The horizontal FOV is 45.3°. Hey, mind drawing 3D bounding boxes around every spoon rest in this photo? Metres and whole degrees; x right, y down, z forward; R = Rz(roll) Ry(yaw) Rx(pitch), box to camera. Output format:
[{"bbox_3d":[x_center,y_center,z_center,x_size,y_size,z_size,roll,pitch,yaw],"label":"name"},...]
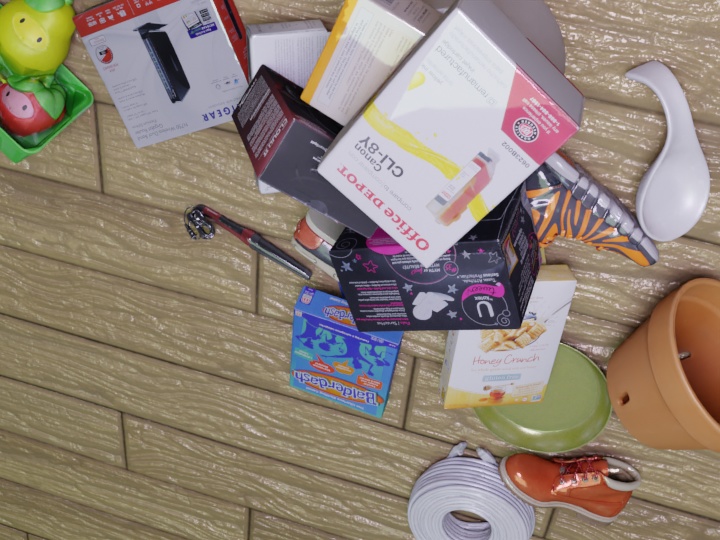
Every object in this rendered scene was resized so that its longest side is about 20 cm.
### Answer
[{"bbox_3d":[0.337,-0.124,0.947,0.098,0.061,0.203,-25,115,-12],"label":"spoon rest"}]

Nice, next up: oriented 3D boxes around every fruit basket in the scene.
[{"bbox_3d":[-0.441,-0.265,1.098,0.213,0.156,0.218,21,141,18],"label":"fruit basket"}]

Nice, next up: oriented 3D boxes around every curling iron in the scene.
[{"bbox_3d":[-0.157,-0.035,1.206,0.197,0.026,0.050,25,90,-2],"label":"curling iron"}]

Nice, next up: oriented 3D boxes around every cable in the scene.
[{"bbox_3d":[0.171,0.379,1.333,0.199,0.070,0.200,39,125,-8],"label":"cable"}]

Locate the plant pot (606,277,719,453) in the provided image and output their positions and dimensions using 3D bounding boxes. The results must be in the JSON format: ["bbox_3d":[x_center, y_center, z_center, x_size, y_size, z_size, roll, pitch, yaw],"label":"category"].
[{"bbox_3d":[0.391,0.128,1.033,0.200,0.201,0.140,41,142,-10],"label":"plant pot"}]

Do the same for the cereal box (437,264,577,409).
[{"bbox_3d":[0.181,0.086,1.087,0.141,0.040,0.203,-2,126,-11],"label":"cereal box"}]

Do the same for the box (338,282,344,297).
[{"bbox_3d":[0.047,-0.006,1.144,0.196,0.048,0.124,-4,120,21],"label":"box"}]

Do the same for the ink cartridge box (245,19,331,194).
[{"bbox_3d":[-0.047,-0.199,1.045,0.170,0.044,0.203,-8,124,-13],"label":"ink cartridge box"}]

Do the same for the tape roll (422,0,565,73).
[{"bbox_3d":[0.117,-0.203,0.935,0.199,0.140,0.206,9,124,13],"label":"tape roll"}]

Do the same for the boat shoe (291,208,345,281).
[{"bbox_3d":[0.000,0.000,1.091,0.199,0.071,0.063,38,129,-2],"label":"boat shoe"}]

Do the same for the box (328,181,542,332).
[{"bbox_3d":[0.088,-0.014,0.959,0.197,0.133,0.116,-2,123,27],"label":"box"}]

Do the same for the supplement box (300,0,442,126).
[{"bbox_3d":[0.058,-0.178,0.839,0.198,0.074,0.127,32,126,-2],"label":"supplement box"}]

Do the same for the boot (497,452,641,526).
[{"bbox_3d":[0.296,0.288,1.219,0.197,0.076,0.108,18,133,-11],"label":"boot"}]

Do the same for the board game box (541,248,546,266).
[{"bbox_3d":[0.155,-0.042,1.056,0.133,0.035,0.203,-15,118,-3],"label":"board game box"}]

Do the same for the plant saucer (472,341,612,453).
[{"bbox_3d":[0.248,0.167,1.194,0.196,0.031,0.203,10,125,14],"label":"plant saucer"}]

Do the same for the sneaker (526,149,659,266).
[{"bbox_3d":[0.248,-0.051,1.009,0.199,0.078,0.112,39,111,-8],"label":"sneaker"}]

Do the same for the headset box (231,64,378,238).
[{"bbox_3d":[-0.048,-0.129,0.939,0.147,0.201,0.078,26,108,-29],"label":"headset box"}]

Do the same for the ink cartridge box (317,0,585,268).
[{"bbox_3d":[0.078,-0.122,0.771,0.145,0.084,0.200,40,124,-9],"label":"ink cartridge box"}]

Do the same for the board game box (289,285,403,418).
[{"bbox_3d":[-0.023,0.120,1.219,0.150,0.045,0.202,18,142,8],"label":"board game box"}]

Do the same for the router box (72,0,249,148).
[{"bbox_3d":[-0.231,-0.264,1.073,0.197,0.049,0.182,-11,117,25],"label":"router box"}]
